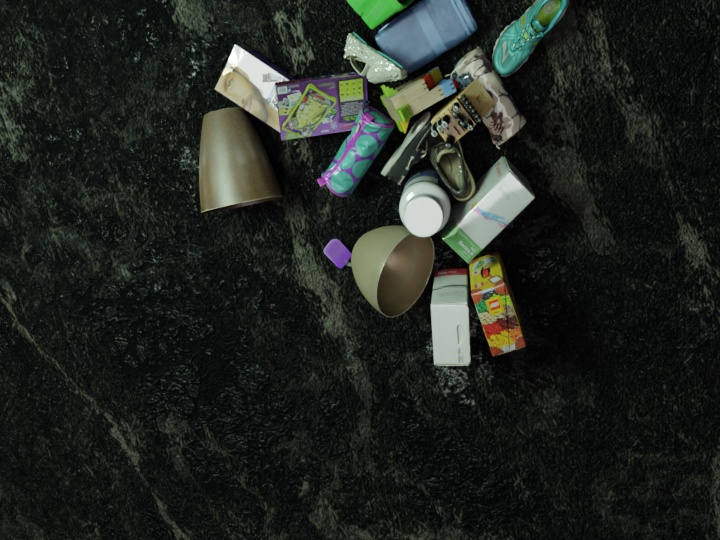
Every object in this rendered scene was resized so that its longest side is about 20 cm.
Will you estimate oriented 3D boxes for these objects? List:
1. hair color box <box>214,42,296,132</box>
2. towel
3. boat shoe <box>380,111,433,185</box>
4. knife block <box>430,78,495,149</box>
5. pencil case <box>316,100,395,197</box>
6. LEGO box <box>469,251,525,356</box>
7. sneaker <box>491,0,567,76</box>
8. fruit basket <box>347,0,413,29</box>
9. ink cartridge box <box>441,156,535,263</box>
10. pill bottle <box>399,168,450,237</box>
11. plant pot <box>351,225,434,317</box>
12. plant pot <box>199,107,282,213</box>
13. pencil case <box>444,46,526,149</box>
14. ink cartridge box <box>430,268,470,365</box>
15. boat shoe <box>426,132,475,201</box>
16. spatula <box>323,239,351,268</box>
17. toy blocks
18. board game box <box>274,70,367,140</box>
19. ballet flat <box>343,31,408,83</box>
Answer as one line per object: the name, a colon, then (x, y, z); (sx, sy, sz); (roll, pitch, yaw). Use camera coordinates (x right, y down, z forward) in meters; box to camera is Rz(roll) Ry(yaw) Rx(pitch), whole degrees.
hair color box: (-0.205, -0.391, 1.484); (0.197, 0.065, 0.111); (33, 111, -2)
towel: (0.135, -0.492, 1.403); (0.197, 0.049, 0.113); (-28, 103, 16)
boat shoe: (0.111, -0.254, 1.449); (0.060, 0.075, 0.200); (34, 137, -5)
knife block: (0.176, -0.289, 1.346); (0.175, 0.199, 0.064); (-45, 99, -22)
pencil case: (-0.010, -0.257, 1.470); (0.086, 0.091, 0.202); (56, 127, 29)
LEGO box: (0.298, 0.069, 1.497); (0.075, 0.201, 0.152); (-18, 106, 14)
sneaker: (0.336, -0.479, 1.360); (0.077, 0.080, 0.201); (38, 111, -6)
fruit basket: (0.047, -0.615, 1.331); (0.210, 0.156, 0.221); (12, 125, 17)
ink cartridge box: (0.269, -0.133, 1.458); (0.087, 0.146, 0.200); (39, 110, -9)
pill bottle: (0.138, -0.140, 1.446); (0.108, 0.201, 0.114); (3, 111, 7)
plant pot: (0.056, -0.017, 1.528); (0.133, 0.198, 0.205); (29, 116, 35)
plant pot: (-0.279, -0.246, 1.499); (0.182, 0.187, 0.206); (-10, 94, 12)
pencil case: (0.264, -0.355, 1.417); (0.088, 0.078, 0.202); (-30, 103, 30)
ink cartridge box: (0.203, 0.100, 1.522); (0.080, 0.201, 0.151); (-2, 109, 10)
boat shoe: (0.183, -0.245, 1.439); (0.072, 0.065, 0.203); (-31, 75, 13)
spatula: (0.000, 0.000, 1.612); (0.198, 0.021, 0.057); (37, 123, -8)
toy blocks: (0.120, -0.362, 1.390); (0.134, 0.200, 0.102); (-28, 106, 2)
board game box: (-0.080, -0.350, 1.448); (0.194, 0.032, 0.123); (-10, 121, -11)
ballet flat: (0.027, -0.419, 1.388); (0.070, 0.201, 0.073); (-20, 135, -22)
